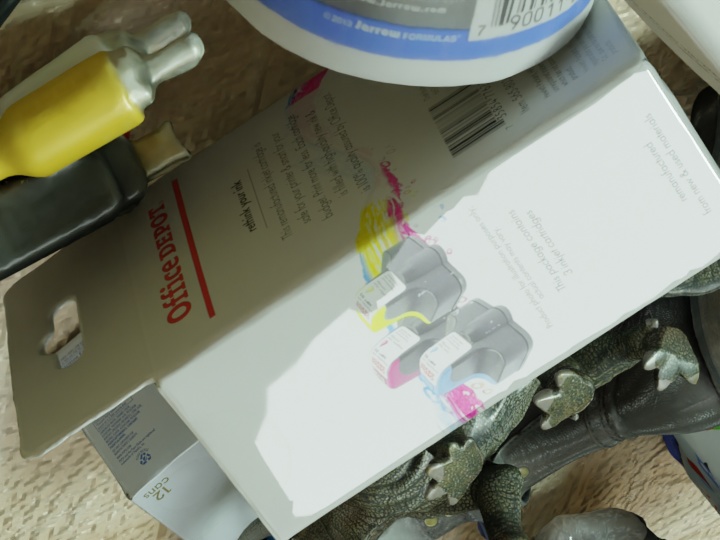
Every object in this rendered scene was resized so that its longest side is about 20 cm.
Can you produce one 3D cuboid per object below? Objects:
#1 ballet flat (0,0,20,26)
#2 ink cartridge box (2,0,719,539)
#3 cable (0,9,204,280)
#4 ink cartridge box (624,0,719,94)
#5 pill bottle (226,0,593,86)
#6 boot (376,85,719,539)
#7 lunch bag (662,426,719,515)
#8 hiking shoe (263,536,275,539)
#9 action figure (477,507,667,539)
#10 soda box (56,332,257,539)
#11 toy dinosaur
[{"bbox_3d":[-0.133,-0.063,0.745,0.200,0.057,0.066,-45,176,18],"label":"ballet flat"},{"bbox_3d":[-0.001,-0.003,0.815,0.200,0.115,0.068,-33,116,6],"label":"ink cartridge box"},{"bbox_3d":[-0.130,-0.010,0.799,0.199,0.050,0.097,-27,-179,-11],"label":"cable"},{"bbox_3d":[0.083,-0.141,0.611,0.145,0.084,0.200,-44,137,3],"label":"ink cartridge box"},{"bbox_3d":[0.025,-0.155,0.713,0.113,0.114,0.200,-18,142,-28],"label":"pill bottle"},{"bbox_3d":[0.065,0.015,0.969,0.174,0.200,0.069,-24,114,23],"label":"boot"},{"bbox_3d":[0.236,0.051,1.114,0.200,0.170,0.124,-35,152,-2],"label":"lunch bag"},{"bbox_3d":[-0.037,0.140,1.041,0.086,0.074,0.200,-23,144,-23],"label":"hiking shoe"},{"bbox_3d":[0.126,0.170,1.130,0.104,0.193,0.201,-26,119,-13],"label":"action figure"},{"bbox_3d":[0.000,0.000,0.920,0.200,0.064,0.068,-40,147,2],"label":"soda box"},{"bbox_3d":[0.035,0.028,0.858,0.200,0.102,0.077,-49,133,0],"label":"toy dinosaur"}]
